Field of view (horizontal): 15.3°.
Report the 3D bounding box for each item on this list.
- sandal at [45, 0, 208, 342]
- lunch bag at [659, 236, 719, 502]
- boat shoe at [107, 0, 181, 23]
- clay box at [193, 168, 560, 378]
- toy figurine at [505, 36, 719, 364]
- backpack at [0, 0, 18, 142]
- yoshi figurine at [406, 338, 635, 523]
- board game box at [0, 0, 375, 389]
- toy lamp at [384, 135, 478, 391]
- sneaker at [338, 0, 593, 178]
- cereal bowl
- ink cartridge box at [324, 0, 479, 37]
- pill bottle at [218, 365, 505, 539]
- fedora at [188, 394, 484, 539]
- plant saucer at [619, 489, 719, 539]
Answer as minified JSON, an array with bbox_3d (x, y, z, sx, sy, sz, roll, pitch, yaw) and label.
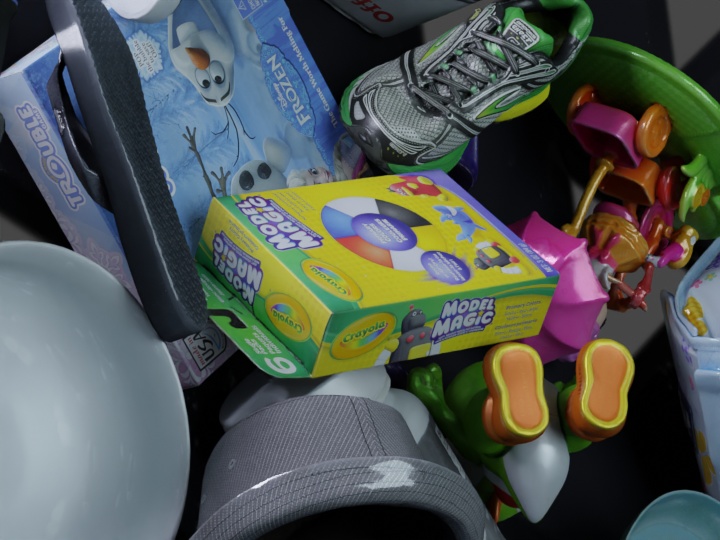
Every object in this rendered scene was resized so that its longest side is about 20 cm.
[{"bbox_3d":[-0.133,-0.058,1.403,0.076,0.043,0.201,8,64,-76],"label":"sandal"},{"bbox_3d":[0.272,0.070,1.779,0.200,0.126,0.171,-46,128,-47],"label":"lunch bag"},{"bbox_3d":[-0.112,-0.221,1.499,0.068,0.072,0.201,19,48,-42],"label":"boat shoe"},{"bbox_3d":[0.000,0.000,1.478,0.199,0.115,0.048,-8,129,-42],"label":"clay box"},{"bbox_3d":[0.145,-0.015,1.711,0.185,0.149,0.200,-56,145,-21],"label":"toy figurine"},{"bbox_3d":[-0.280,-0.117,1.248,0.199,0.183,0.148,17,69,-30],"label":"backpack"},{"bbox_3d":[0.087,0.080,1.568,0.112,0.200,0.112,44,65,4],"label":"yoshi figurine"},{"bbox_3d":[-0.092,-0.068,1.519,0.199,0.043,0.201,-42,110,-40],"label":"board game box"},{"bbox_3d":[0.030,-0.015,1.621,0.058,0.058,0.201,36,59,-33],"label":"toy lamp"},{"bbox_3d":[0.063,-0.120,1.599,0.078,0.085,0.200,48,48,6],"label":"sneaker"},{"bbox_3d":[-0.186,0.090,1.361,0.199,0.083,0.202,13,71,-43],"label":"cereal bowl"},{"bbox_3d":[0.041,-0.229,1.580,0.146,0.199,0.085,32,56,-36],"label":"ink cartridge box"},{"bbox_3d":[0.009,0.139,1.522,0.114,0.113,0.201,-47,113,-40],"label":"pill bottle"},{"bbox_3d":[-0.029,0.133,1.397,0.176,0.200,0.091,2,50,-23],"label":"fedora"},{"bbox_3d":[0.205,0.238,1.665,0.200,0.027,0.202,19,65,-46],"label":"plant saucer"}]
